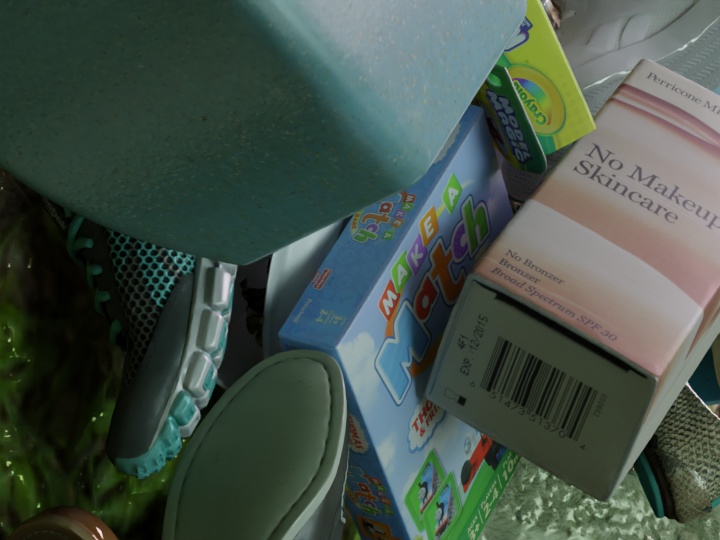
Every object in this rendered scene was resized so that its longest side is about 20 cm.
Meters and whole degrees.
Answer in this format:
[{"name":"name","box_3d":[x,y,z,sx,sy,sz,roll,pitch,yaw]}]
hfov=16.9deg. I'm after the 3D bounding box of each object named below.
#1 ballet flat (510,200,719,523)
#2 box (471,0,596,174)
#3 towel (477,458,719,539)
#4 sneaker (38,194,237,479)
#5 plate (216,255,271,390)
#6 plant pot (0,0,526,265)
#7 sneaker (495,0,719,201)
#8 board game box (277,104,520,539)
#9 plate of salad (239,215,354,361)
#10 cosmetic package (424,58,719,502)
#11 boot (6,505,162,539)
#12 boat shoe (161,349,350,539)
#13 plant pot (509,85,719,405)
[{"name":"ballet flat","box_3d":[0.139,0.034,1.217,0.201,0.075,0.068,61,-6,31]},{"name":"box","box_3d":[0.052,-0.125,1.172,0.118,0.048,0.200,63,-1,-23]},{"name":"towel","box_3d":[0.120,0.171,1.336,0.198,0.036,0.150,19,70,-12]},{"name":"sneaker","box_3d":[-0.095,-0.011,1.036,0.078,0.090,0.202,108,-8,-67]},{"name":"plate","box_3d":[-0.039,-0.027,1.172,0.199,0.032,0.202,37,61,-52]},{"name":"plant pot","box_3d":[-0.051,-0.120,0.930,0.200,0.196,0.196,48,48,-17]},{"name":"sneaker","box_3d":[0.119,-0.120,1.295,0.199,0.115,0.074,-34,143,-23]},{"name":"board game box","box_3d":[0.034,0.043,1.155,0.152,0.036,0.201,-58,145,-31]},{"name":"plate of salad","box_3d":[0.000,0.000,1.164,0.200,0.048,0.202,-33,130,-51]},{"name":"cosmetic package","box_3d":[0.124,0.000,1.137,0.200,0.103,0.088,-51,164,-46]},{"name":"boot","box_3d":[-0.080,0.137,1.072,0.156,0.076,0.201,-57,138,-39]},{"name":"boat shoe","box_3d":[-0.045,0.127,1.005,0.061,0.071,0.202,62,38,-45]},{"name":"plant pot","box_3d":[0.166,-0.038,1.377,0.200,0.199,0.190,29,52,-55]}]
